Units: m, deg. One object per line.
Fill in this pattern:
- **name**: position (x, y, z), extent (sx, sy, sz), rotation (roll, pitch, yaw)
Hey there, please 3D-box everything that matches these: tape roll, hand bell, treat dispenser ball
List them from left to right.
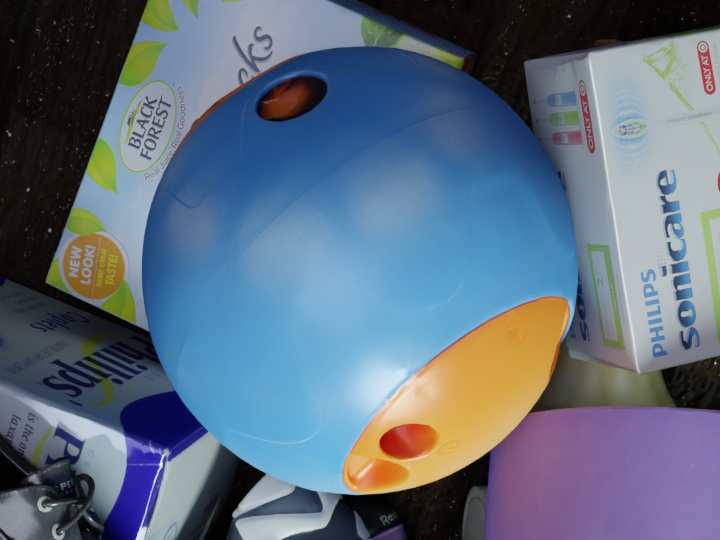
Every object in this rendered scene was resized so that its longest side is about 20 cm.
- **treat dispenser ball**: position (0.000, 0.000, 0.818), extent (0.198, 0.201, 0.203), rotation (2, 99, 12)
- **hand bell**: position (0.125, -0.017, 0.926), extent (0.103, 0.104, 0.203), rotation (3, 86, 12)
- **tape roll**: position (0.157, 0.126, 0.859), extent (0.198, 0.200, 0.086), rotation (4, 76, 12)

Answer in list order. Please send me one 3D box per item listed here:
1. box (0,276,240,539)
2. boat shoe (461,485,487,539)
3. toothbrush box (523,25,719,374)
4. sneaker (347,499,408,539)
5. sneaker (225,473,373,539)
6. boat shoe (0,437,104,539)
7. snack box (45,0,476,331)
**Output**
- **box**: position (-0.175, 0.085, 0.942), extent (0.198, 0.184, 0.106), rotation (22, 101, 8)
- **boat shoe**: position (0.102, 0.207, 0.969), extent (0.062, 0.073, 0.202), rotation (-14, 96, -12)
- **toothbrush box**: position (0.191, -0.045, 0.852), extent (0.198, 0.086, 0.147), rotation (-11, 96, -14)
- **sneaker**: position (-0.063, 0.182, 0.998), extent (0.198, 0.076, 0.089), rotation (-17, 84, 8)
- **sneaker**: position (-0.049, 0.207, 0.904), extent (0.129, 0.080, 0.199), rotation (37, 65, 13)
- **boat shoe**: position (-0.155, 0.108, 0.816), extent (0.199, 0.070, 0.067), rotation (39, 106, 11)
- **snack box**: position (-0.053, -0.054, 0.954), extent (0.167, 0.068, 0.202), rotation (25, 102, 5)
